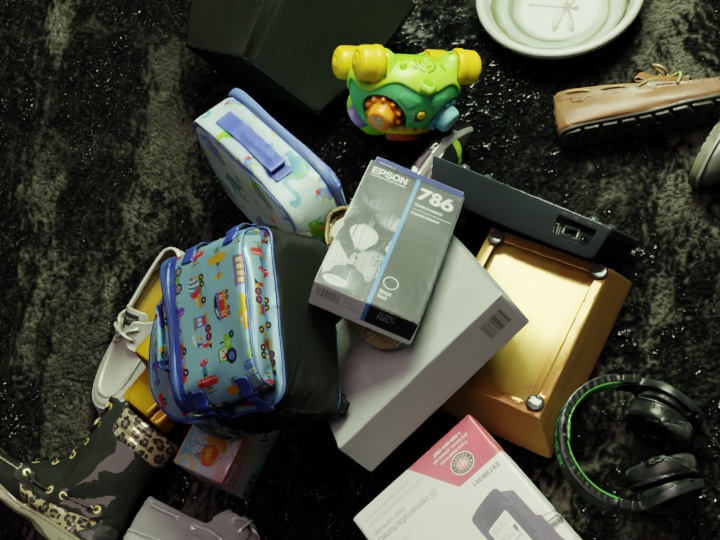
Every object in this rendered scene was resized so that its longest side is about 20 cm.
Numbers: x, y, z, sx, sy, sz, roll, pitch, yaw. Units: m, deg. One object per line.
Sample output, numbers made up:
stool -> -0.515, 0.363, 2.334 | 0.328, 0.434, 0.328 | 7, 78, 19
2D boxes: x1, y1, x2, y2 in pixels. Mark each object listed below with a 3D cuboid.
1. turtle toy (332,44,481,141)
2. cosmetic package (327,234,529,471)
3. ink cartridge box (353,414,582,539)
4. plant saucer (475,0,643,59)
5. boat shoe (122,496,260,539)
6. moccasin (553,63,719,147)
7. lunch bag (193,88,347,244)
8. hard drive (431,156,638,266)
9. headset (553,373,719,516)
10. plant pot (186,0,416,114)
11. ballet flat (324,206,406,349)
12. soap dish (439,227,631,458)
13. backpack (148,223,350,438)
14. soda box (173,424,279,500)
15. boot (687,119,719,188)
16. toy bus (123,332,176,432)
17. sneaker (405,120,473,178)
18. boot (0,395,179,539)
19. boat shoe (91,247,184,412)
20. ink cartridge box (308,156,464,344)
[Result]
turtle toy -> 0.040, -0.199, 1.021 | 0.145, 0.200, 0.102 | -2, 102, -18
cosmetic package -> 0.044, 0.067, 0.855 | 0.200, 0.052, 0.151 | -44, 33, 8
ink cartridge box -> 0.114, 0.254, 0.796 | 0.145, 0.084, 0.200 | -42, 60, 0
plant saucer -> 0.241, -0.324, 1.099 | 0.199, 0.050, 0.201 | -6, 61, 11
boat shoe -> -0.136, 0.267, 0.882 | 0.199, 0.072, 0.069 | 6, 63, 28
moccasin -> 0.315, -0.189, 0.999 | 0.200, 0.074, 0.078 | -9, 68, 22
lunch bag -> -0.094, -0.098, 1.005 | 0.082, 0.161, 0.200 | -40, 59, -11
hard drive -> 0.175, -0.059, 0.933 | 0.199, 0.135, 0.043 | 26, 99, 28
headset -> 0.276, 0.155, 0.805 | 0.198, 0.094, 0.124 | 8, 65, 1
plant pot -> -0.091, -0.304, 1.085 | 0.199, 0.200, 0.178 | 23, 84, 43
ballet flat -> 0.000, 0.000, 0.872 | 0.070, 0.065, 0.200 | -37, 33, 6
soap dish -> 0.156, 0.061, 0.897 | 0.157, 0.081, 0.201 | 22, 70, 25
backpack -> -0.124, 0.063, 0.837 | 0.199, 0.134, 0.184 | -17, 70, 36
soda box -> -0.111, 0.128, 0.942 | 0.063, 0.068, 0.201 | 17, 68, 25
boot -> 0.463, -0.108, 0.920 | 0.200, 0.073, 0.182 | 40, 80, 22
toy bus -> -0.173, 0.073, 0.979 | 0.065, 0.078, 0.200 | 31, 68, 27
sneaker -> 0.076, -0.079, 1.018 | 0.083, 0.072, 0.200 | 41, 71, -6
boot -> -0.299, 0.199, 0.953 | 0.199, 0.073, 0.151 | 29, 73, 27
boat shoe -> -0.246, 0.064, 1.012 | 0.071, 0.070, 0.201 | 22, 72, 26
ink cartridge box -> 0.032, -0.035, 0.832 | 0.099, 0.039, 0.201 | 21, 51, 1
